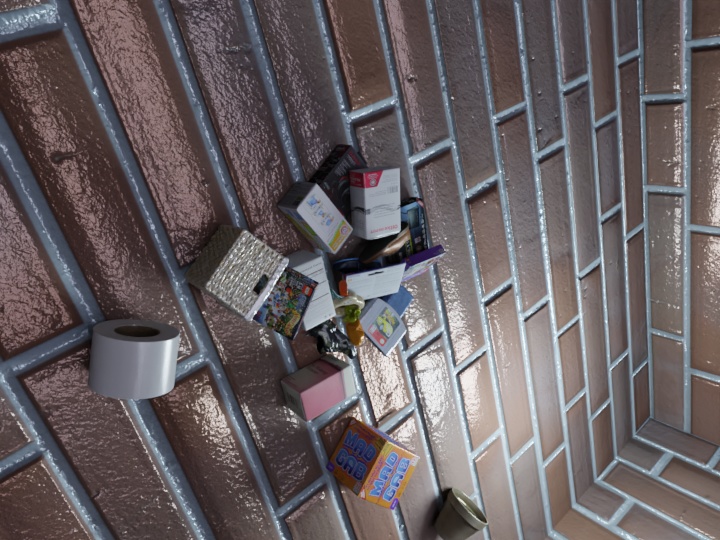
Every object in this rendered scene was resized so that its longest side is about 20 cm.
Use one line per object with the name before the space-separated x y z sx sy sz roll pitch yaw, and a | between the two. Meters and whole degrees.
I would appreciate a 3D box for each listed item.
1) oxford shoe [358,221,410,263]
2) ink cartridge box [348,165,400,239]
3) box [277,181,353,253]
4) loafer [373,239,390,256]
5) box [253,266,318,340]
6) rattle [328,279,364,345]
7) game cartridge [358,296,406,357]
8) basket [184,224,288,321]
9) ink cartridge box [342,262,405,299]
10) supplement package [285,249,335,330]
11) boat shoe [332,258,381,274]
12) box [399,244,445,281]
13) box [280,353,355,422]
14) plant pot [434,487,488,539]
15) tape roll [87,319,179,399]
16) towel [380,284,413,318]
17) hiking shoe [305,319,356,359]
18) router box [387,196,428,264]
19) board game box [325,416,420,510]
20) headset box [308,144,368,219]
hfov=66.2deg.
oxford shoe | 0.084 -0.073 1.778 0.199 0.071 0.072 -34 128 -12
ink cartridge box | 0.046 -0.210 1.693 0.144 0.083 0.203 -15 112 -36
box | -0.132 -0.156 1.642 0.102 0.112 0.200 -53 127 -17
loafer | 0.073 -0.143 1.826 0.070 0.069 0.203 -72 156 -62
box | -0.216 0.088 1.580 0.202 0.135 0.038 -65 176 30
rattle | -0.045 0.135 1.715 0.128 0.201 0.145 6 67 -1
game cartridge | 0.072 0.186 1.880 0.200 0.041 0.134 48 68 -30
basket | -0.334 -0.003 1.473 0.161 0.199 0.200 40 76 -31
ink cartridge box | 0.037 0.029 1.754 0.193 0.044 0.201 -12 151 -12
supplement package | -0.169 0.056 1.663 0.116 0.116 0.203 -25 115 -28
boat shoe | 0.000 0.000 1.798 0.198 0.084 0.070 1 77 -36
box | 0.188 -0.017 1.906 0.198 0.137 0.039 -20 71 -41
box | -0.134 0.370 1.761 0.198 0.127 0.111 -25 114 -32
plant pot | 0.411 1.058 2.340 0.199 0.200 0.174 37 95 -38
tape roll | -0.551 0.212 1.348 0.201 0.202 0.141 4 98 -38
towel | 0.097 0.142 1.938 0.112 0.048 0.201 46 74 -32
hiking shoe | -0.095 0.237 1.804 0.101 0.076 0.200 -47 116 -9
router box | 0.154 -0.136 1.905 0.149 0.062 0.203 -24 115 -30
board game box | 0.043 0.672 1.928 0.199 0.199 0.202 37 79 -37
headset box | -0.053 -0.277 1.698 0.201 0.075 0.149 -53 127 -15
